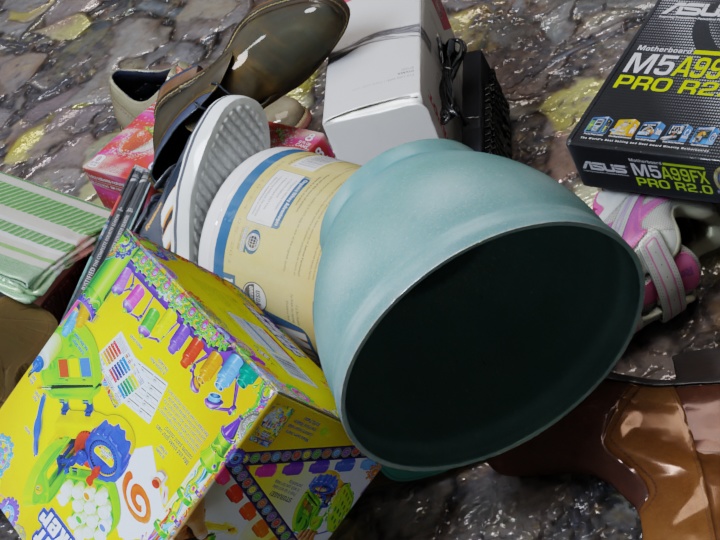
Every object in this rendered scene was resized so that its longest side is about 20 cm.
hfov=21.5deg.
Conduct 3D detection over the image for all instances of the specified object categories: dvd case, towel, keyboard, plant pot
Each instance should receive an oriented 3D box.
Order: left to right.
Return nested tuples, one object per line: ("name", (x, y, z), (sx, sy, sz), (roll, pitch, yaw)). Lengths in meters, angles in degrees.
("towel", (-0.282, -0.033, 1.462), (0.152, 0.023, 0.200), (20, 20, 7))
("dvd case", (-0.207, 0.034, 1.435), (0.022, 0.146, 0.200), (22, 42, -3))
("plant pot", (0.053, 0.005, 1.154), (0.200, 0.201, 0.134), (-28, 50, -5))
("keyboard", (0.091, -0.104, 1.441), (0.021, 0.127, 0.200), (-22, 36, 20))

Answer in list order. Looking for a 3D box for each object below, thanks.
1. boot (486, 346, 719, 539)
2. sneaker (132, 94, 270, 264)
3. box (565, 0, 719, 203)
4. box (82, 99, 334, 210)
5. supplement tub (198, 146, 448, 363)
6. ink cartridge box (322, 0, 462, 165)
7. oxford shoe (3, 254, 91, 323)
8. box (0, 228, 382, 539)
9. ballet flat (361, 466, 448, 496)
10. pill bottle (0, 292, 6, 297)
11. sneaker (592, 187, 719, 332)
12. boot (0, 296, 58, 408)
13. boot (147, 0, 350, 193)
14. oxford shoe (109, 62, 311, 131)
("boot", (0.171, 0.153, 1.163), (0.188, 0.069, 0.200), (-10, 46, 7))
("sneaker", (-0.127, -0.036, 1.400), (0.079, 0.201, 0.078), (21, 11, 41))
("box", (0.263, -0.117, 1.301), (0.200, 0.044, 0.160), (11, 54, 38))
("box", (-0.113, -0.062, 1.525), (0.200, 0.096, 0.100), (16, 51, 40))
("supplement tub", (0.000, 0.000, 1.344), (0.200, 0.145, 0.145), (17, 53, 35))
("ink cartridge box", (0.033, -0.129, 1.485), (0.083, 0.147, 0.200), (-13, 38, 14))
("oxford shoe", (-0.281, 0.039, 1.500), (0.075, 0.071, 0.200), (25, 53, 19))
("box", (-0.121, 0.117, 1.217), (0.193, 0.122, 0.200), (-53, 46, 7))
("ballet flat", (-0.001, 0.117, 1.277), (0.199, 0.068, 0.068), (-24, 28, -1))
("pill bottle", (-0.355, -0.025, 1.599), (0.200, 0.112, 0.112), (19, 54, 42))
("sneaker", (0.182, 0.003, 1.301), (0.088, 0.081, 0.200), (10, 49, 39))
("boot", (-0.291, 0.123, 1.338), (0.073, 0.156, 0.200), (28, 31, 2))
("boot", (-0.086, -0.130, 1.429), (0.200, 0.075, 0.097), (-32, 32, 36))
("oxford shoe", (-0.137, -0.140, 1.637), (0.199, 0.075, 0.071), (2, 44, 30))
